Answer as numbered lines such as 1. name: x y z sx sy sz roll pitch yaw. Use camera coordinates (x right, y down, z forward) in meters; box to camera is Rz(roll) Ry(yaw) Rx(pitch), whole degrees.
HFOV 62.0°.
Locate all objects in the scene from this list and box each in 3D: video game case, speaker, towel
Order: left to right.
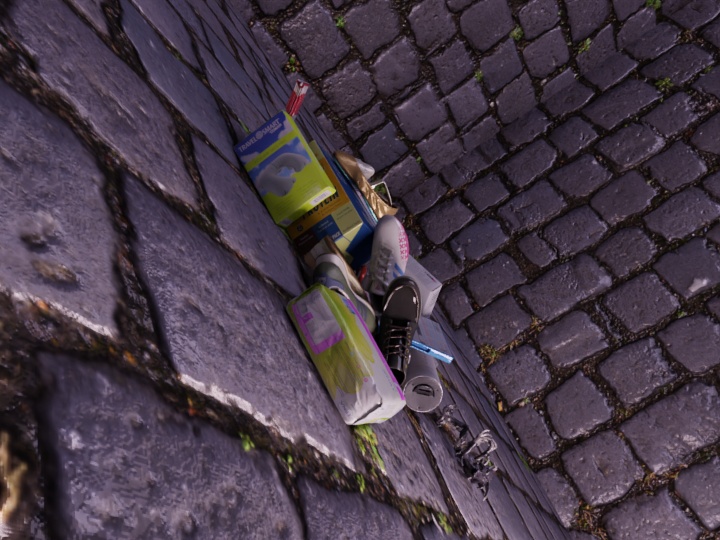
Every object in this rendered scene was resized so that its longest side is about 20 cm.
1. towel: -0.151 -0.288 1.219 0.023 0.201 0.144 24 14 -7
2. video game case: 0.087 0.110 1.217 0.199 0.018 0.143 25 19 -14
3. speaker: 0.122 0.216 1.274 0.081 0.081 0.200 55 9 -14

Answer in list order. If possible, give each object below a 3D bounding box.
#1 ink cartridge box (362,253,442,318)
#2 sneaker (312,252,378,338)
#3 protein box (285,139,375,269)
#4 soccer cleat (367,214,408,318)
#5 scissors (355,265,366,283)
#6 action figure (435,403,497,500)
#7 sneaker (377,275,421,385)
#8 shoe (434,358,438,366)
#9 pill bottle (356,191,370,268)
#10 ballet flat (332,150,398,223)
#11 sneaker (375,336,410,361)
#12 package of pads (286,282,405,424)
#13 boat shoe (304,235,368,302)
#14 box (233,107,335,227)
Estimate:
1. ink cartridge box: 0.082 0.034 1.349 0.200 0.043 0.197 46 -32 24
2. sneaker: -0.030 0.072 1.031 0.090 0.067 0.201 -80 148 -50
3. protein box: -0.067 -0.114 1.209 0.201 0.135 0.198 60 9 18
4. soccer cleat: 0.049 -0.002 1.138 0.086 0.069 0.201 -36 130 -54
5. scissors: 0.000 0.000 1.314 0.014 0.073 0.200 29 24 -4
6. action figure: 0.244 0.383 1.297 0.201 0.102 0.119 60 -3 28
7. sneaker: 0.070 0.117 1.067 0.106 0.074 0.201 -89 -173 -70
8. shoe: 0.140 0.196 1.498 0.091 0.071 0.200 59 3 24
9. pill bottle: -0.004 -0.098 1.579 0.201 0.108 0.109 61 8 -9
10. ballet flat: 0.014 -0.185 1.262 0.200 0.063 0.069 53 8 -34
11. sneaker: 0.048 0.122 1.238 0.087 0.075 0.200 47 12 -25
12. package of pads: -0.017 0.122 0.867 0.201 0.068 0.154 60 8 19
13. boat shoe: -0.044 0.014 1.112 0.074 0.066 0.200 60 2 43
14. box: -0.146 -0.196 1.107 0.201 0.122 0.048 59 11 14
